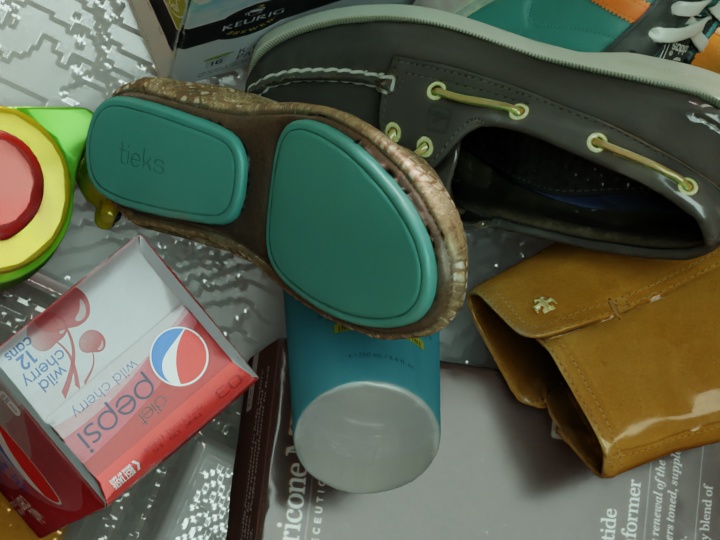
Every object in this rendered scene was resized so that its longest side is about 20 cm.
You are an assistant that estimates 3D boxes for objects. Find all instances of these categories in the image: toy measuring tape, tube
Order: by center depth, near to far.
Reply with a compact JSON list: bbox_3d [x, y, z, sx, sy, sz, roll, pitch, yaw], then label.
[{"bbox_3d":[0.000,0.000,1.013,0.077,0.050,0.200,16,34,-13],"label":"tube"},{"bbox_3d":[-0.180,-0.026,1.015,0.200,0.074,0.074,0,81,-12],"label":"toy measuring tape"}]

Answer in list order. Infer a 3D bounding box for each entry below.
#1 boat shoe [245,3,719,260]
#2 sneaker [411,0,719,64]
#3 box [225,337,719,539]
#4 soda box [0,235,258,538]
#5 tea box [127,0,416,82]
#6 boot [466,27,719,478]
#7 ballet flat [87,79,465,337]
[{"bbox_3d":[0.044,-0.048,0.995,0.201,0.072,0.061,9,47,20],"label":"boat shoe"},{"bbox_3d":[0.115,-0.107,1.028,0.200,0.071,0.080,-29,72,26],"label":"sneaker"},{"bbox_3d":[0.053,0.090,1.046,0.200,0.075,0.100,8,79,-9],"label":"box"},{"bbox_3d":[-0.096,0.046,0.953,0.070,0.200,0.063,-40,91,-14],"label":"soda box"},{"bbox_3d":[0.003,-0.185,1.006,0.200,0.197,0.134,-20,77,-14],"label":"tea box"},{"bbox_3d":[0.105,-0.015,1.035,0.144,0.071,0.201,-17,48,-13],"label":"boot"},{"bbox_3d":[-0.015,-0.028,0.947,0.065,0.200,0.071,-3,110,-41],"label":"ballet flat"}]
